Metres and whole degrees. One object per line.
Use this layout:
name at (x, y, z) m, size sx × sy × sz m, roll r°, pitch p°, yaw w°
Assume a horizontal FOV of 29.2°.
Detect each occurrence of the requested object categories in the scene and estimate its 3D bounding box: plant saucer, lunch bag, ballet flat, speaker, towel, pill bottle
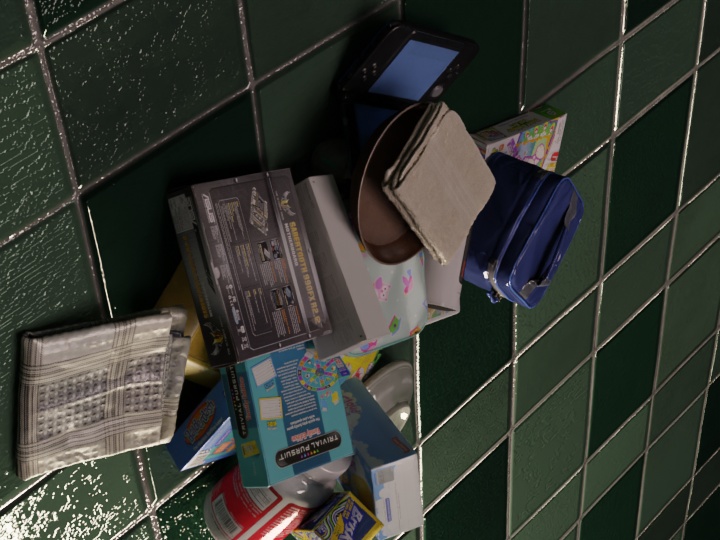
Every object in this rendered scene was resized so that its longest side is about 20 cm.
plant saucer at (0.048, -0.106, 1.650) m, size 0.200 × 0.034 × 0.201 m, roll -28°, pitch 128°, yaw -43°
lunch bag at (0.000, 0.000, 1.727) m, size 0.160 × 0.077 × 0.201 m, roll -18°, pitch 108°, yaw -34°
ballet flat at (0.016, -0.124, 1.720) m, size 0.200 × 0.064 × 0.068 m, roll -1°, pitch 117°, yaw -54°
lunch bag at (0.219, -0.047, 1.905) m, size 0.201 × 0.132 × 0.136 m, roll -63°, pitch 148°, yaw -8°
speaker at (0.107, -0.048, 1.831) m, size 0.081 × 0.081 × 0.201 m, roll 20°, pitch 79°, yaw -58°
plant saucer at (-0.155, 0.048, 1.636) m, size 0.201 × 0.048 × 0.200 m, roll -60°, pitch 148°, yaw -1°
towel at (-0.279, 0.134, 1.509) m, size 0.199 × 0.035 × 0.193 m, roll -12°, pitch 125°, yaw -35°
towel at (0.096, -0.104, 1.659) m, size 0.133 × 0.034 × 0.200 m, roll -58°, pitch 145°, yaw -14°
plant saucer at (0.019, 0.219, 1.967) m, size 0.200 × 0.050 × 0.200 m, roll -43°, pitch 160°, yaw -21°
pill bottle at (-0.103, 0.272, 1.755) m, size 0.112 × 0.113 × 0.200 m, roll -8°, pitch 150°, yaw -52°

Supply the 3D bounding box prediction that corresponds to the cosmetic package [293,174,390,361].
cosmetic package at (-0.039, -0.004, 1.613) m, size 0.082 × 0.201 × 0.051 m, roll -26°, pitch 171°, yaw 41°

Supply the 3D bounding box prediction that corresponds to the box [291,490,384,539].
box at (-0.034, 0.326, 1.747) m, size 0.070 × 0.064 × 0.200 m, roll -46°, pitch -179°, yaw -15°

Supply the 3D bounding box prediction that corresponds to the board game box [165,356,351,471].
board game box at (-0.126, 0.172, 1.718) m, size 0.199 × 0.045 × 0.152 m, roll -9°, pitch 149°, yaw -49°

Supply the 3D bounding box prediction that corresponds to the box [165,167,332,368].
box at (-0.122, -0.006, 1.540) m, size 0.158 × 0.048 × 0.201 m, roll -16°, pitch 92°, yaw -49°

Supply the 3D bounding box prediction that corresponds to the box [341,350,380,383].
box at (-0.028, 0.090, 1.848) m, size 0.200 × 0.048 × 0.118 m, roll 27°, pitch 92°, yaw -56°

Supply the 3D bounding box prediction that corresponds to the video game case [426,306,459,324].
video game case at (0.067, -0.010, 1.865) m, size 0.200 × 0.023 × 0.183 m, roll -17°, pitch 108°, yaw -47°

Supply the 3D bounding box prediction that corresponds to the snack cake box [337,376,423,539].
snack cake box at (0.009, 0.241, 1.791) m, size 0.067 × 0.200 × 0.116 m, roll -17°, pitch 120°, yaw -16°

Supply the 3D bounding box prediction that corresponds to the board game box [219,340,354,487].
board game box at (-0.090, 0.137, 1.615) m, size 0.151 × 0.047 × 0.201 m, roll -12°, pitch 92°, yaw -49°

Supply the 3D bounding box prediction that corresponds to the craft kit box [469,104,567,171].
craft kit box at (0.212, -0.125, 2.013) m, size 0.197 × 0.048 × 0.201 m, roll -23°, pitch 132°, yaw -40°

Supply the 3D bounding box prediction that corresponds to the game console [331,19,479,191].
game console at (0.070, -0.194, 1.678) m, size 0.171 × 0.119 × 0.200 m, roll -48°, pitch 155°, yaw 26°
